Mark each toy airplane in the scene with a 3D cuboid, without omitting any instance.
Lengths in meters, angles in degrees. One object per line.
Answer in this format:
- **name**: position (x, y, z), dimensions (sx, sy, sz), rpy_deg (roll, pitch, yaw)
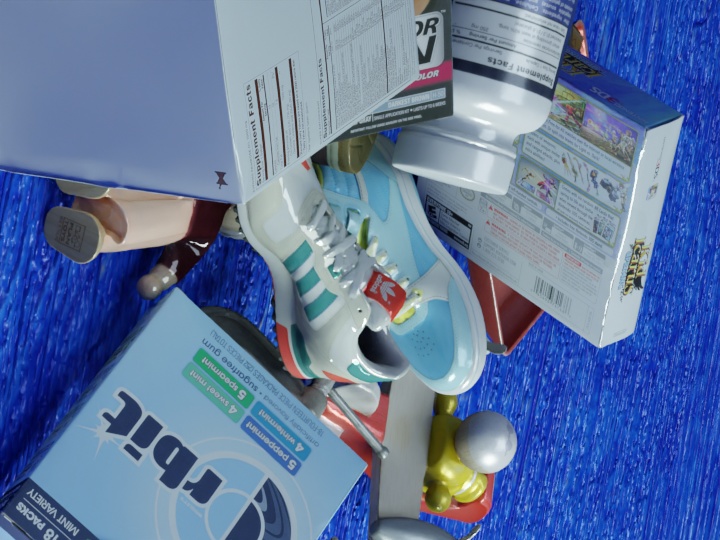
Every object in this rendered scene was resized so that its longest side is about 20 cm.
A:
- **toy airplane**: position (0.041, 0.117, 1.897), dimensions (0.199, 0.140, 0.201), rpy_deg (-36, 117, -59)

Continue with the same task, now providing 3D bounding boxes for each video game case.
- **video game case**: position (0.130, -0.072, 1.900), dimensions (0.045, 0.200, 0.182), rpy_deg (-22, 134, -38)

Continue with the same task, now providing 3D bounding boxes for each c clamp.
- **c clamp**: position (-0.073, 0.111, 1.732), dimensions (0.171, 0.027, 0.200), rpy_deg (51, 43, -11)

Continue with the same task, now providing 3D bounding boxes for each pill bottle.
- **pill bottle**: position (0.085, -0.158, 1.802), dimensions (0.111, 0.111, 0.201), rpy_deg (17, 88, -60)

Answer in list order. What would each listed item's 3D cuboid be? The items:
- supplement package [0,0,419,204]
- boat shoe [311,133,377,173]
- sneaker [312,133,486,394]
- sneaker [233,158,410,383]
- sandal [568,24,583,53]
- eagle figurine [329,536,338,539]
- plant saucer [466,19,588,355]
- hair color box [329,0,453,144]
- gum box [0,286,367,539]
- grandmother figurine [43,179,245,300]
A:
- **supplement package**: position (-0.099, -0.152, 1.529), dimensions (0.200, 0.190, 0.148), rpy_deg (-39, 130, -50)
- **boat shoe**: position (-0.011, -0.133, 1.813), dimensions (0.201, 0.066, 0.072), rpy_deg (-69, 167, -57)
- **sneaker**: position (0.000, 0.000, 1.807), dimensions (0.130, 0.079, 0.201), rpy_deg (-6, 64, -53)
- **sneaker**: position (-0.016, -0.008, 1.708), dimensions (0.070, 0.093, 0.201), rpy_deg (-52, 141, -41)
- **sandal**: position (0.130, -0.176, 1.931), dimensions (0.054, 0.082, 0.201), rpy_deg (-26, 135, -35)
- **eagle figurine**: position (-0.104, 0.229, 1.730), dimensions (0.199, 0.151, 0.152), rpy_deg (-9, 64, -29)
- **plant saucer**: position (0.131, -0.069, 2.108), dimensions (0.200, 0.037, 0.201), rpy_deg (-48, 138, -44)
- **hair color box**: position (0.000, -0.187, 1.648), dimensions (0.098, 0.061, 0.201), rpy_deg (-14, 118, -22)
- **gum box**: position (-0.112, 0.139, 1.640), dimensions (0.170, 0.045, 0.200), rpy_deg (43, 53, -10)
- **grandmother figurine**: position (-0.116, -0.040, 1.668), dimensions (0.200, 0.060, 0.122), rpy_deg (-9, 123, -57)
